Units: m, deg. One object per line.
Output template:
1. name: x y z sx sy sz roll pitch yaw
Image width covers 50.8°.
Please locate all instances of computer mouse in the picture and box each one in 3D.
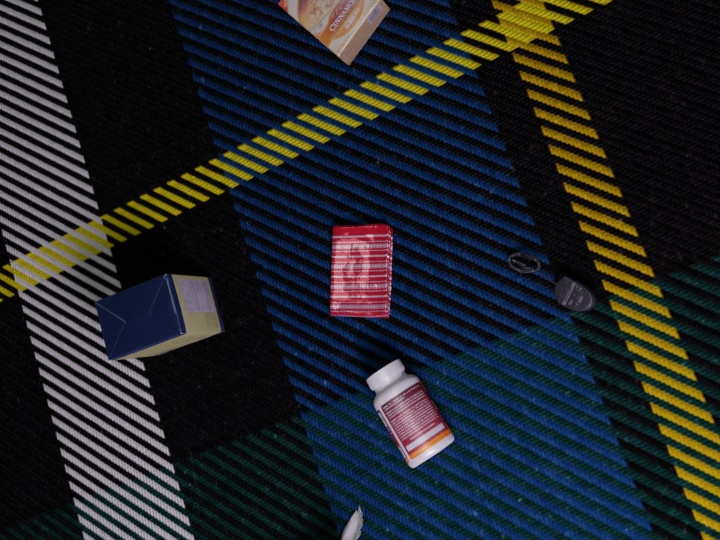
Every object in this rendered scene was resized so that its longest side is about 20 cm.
1. computer mouse: 0.387 0.019 1.534 0.198 0.034 0.059 35 115 22

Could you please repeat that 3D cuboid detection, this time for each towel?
1. towel: 0.000 0.000 1.666 0.142 0.022 0.205 1 88 19

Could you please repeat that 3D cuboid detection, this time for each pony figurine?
1. pony figurine: -0.024 0.625 1.590 0.199 0.167 0.194 38 107 1

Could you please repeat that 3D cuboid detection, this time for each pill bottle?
1. pill bottle: 0.098 0.292 1.570 0.112 0.113 0.202 -35 78 14

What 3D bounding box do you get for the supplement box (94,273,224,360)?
1. supplement box: -0.448 0.105 1.717 0.197 0.199 0.137 -19 82 16

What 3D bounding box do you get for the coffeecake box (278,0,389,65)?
1. coffeecake box: -0.059 -0.587 1.687 0.200 0.073 0.154 43 101 16
